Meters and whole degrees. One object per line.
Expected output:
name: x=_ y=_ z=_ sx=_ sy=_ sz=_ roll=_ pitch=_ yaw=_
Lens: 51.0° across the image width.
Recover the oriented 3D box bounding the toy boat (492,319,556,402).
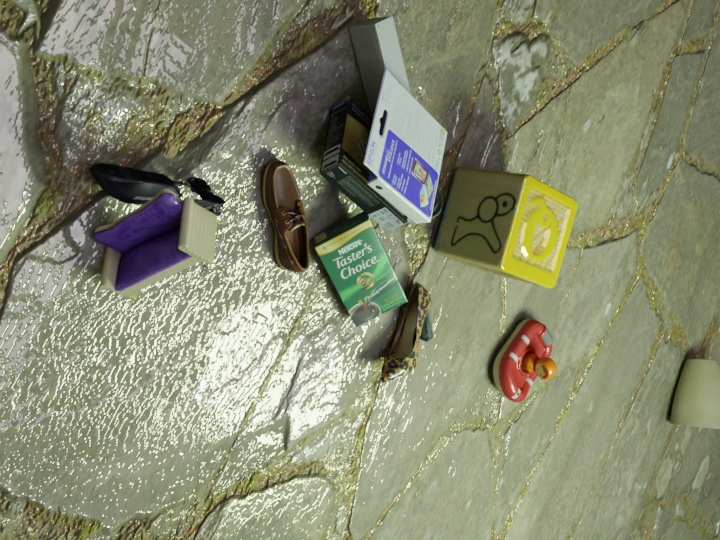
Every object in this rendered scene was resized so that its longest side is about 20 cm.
toy boat: x=0.410 y=0.224 z=1.803 sx=0.201 sy=0.129 sz=0.131 roll=-51 pitch=126 yaw=-17

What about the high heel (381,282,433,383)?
high heel: x=0.086 y=0.125 z=1.554 sx=0.200 sy=0.070 sz=0.145 roll=-44 pitch=132 yaw=-42

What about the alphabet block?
alphabet block: x=0.305 y=-0.092 z=1.590 sx=0.193 sy=0.198 sz=0.200 roll=14 pitch=92 yaw=-39

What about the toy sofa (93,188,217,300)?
toy sofa: x=-0.311 y=-0.034 z=1.118 sx=0.097 sy=0.197 sz=0.085 roll=31 pitch=48 yaw=-44

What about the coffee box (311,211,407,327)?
coffee box: x=0.000 y=0.000 z=1.448 sx=0.121 sy=0.044 sz=0.203 roll=-25 pitch=119 yaw=2

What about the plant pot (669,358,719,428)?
plant pot: x=1.062 y=0.381 z=2.346 sx=0.184 sy=0.185 sz=0.206 roll=12 pitch=79 yaw=-39

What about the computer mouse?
computer mouse: x=-0.307 y=-0.112 z=1.154 sx=0.196 sy=0.140 sz=0.047 roll=4 pitch=112 yaw=-39

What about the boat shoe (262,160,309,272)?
boat shoe: x=-0.123 y=-0.094 z=1.343 sx=0.071 sy=0.067 sz=0.205 roll=-20 pitch=112 yaw=-33

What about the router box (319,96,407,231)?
router box: x=0.016 y=-0.194 z=1.396 sx=0.199 sy=0.051 sz=0.161 roll=36 pitch=48 yaw=-38

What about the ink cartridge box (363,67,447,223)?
ink cartridge box: x=0.072 y=-0.218 z=1.343 sx=0.199 sy=0.043 sz=0.203 roll=36 pitch=58 yaw=-40

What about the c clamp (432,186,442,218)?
c clamp: x=0.093 y=-0.176 z=1.430 sx=0.202 sy=0.027 sz=0.172 roll=54 pitch=34 yaw=-21

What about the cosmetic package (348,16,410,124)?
cosmetic package: x=0.045 y=-0.361 z=1.405 sx=0.050 sy=0.082 sz=0.204 roll=-30 pitch=119 yaw=-28
